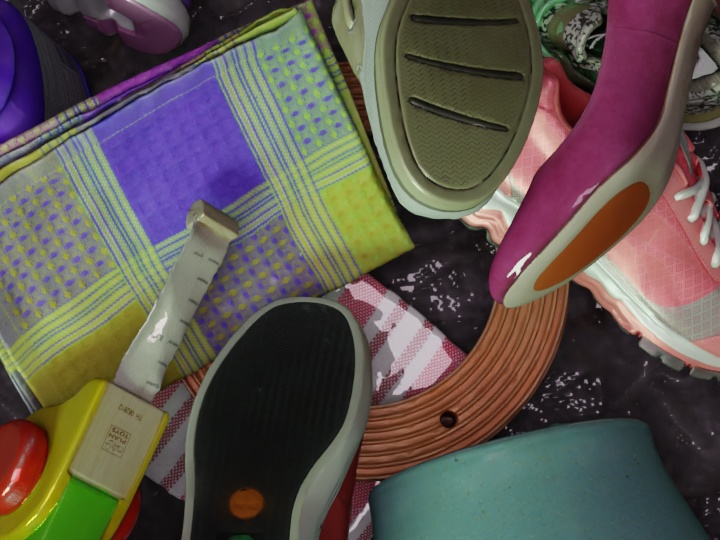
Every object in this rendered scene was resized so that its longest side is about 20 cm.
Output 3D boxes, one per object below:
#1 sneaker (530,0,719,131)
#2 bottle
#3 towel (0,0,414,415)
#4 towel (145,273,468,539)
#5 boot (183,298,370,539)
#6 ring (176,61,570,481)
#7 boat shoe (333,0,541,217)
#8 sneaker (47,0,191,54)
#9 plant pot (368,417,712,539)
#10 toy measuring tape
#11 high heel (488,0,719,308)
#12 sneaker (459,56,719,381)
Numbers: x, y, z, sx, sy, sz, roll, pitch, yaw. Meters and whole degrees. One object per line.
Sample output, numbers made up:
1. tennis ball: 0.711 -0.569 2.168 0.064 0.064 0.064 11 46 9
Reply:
1. sneaker: 0.091 -0.117 0.952 0.199 0.089 0.077 12 94 6
2. bottle: -0.171 -0.080 0.924 0.065 0.200 0.084 -11 82 6
3. towel: -0.083 -0.018 0.920 0.200 0.023 0.144 -29 120 -10
4. towel: -0.054 0.045 1.008 0.200 0.030 0.146 39 93 3
5. boot: -0.034 0.124 0.918 0.072 0.144 0.200 5 56 12
6. ring: 0.000 0.000 0.981 0.200 0.019 0.201 1 80 -3
7. boat shoe: 0.029 -0.107 0.894 0.075 0.068 0.200 11 62 -20
8. sneaker: -0.155 -0.180 0.988 0.200 0.081 0.089 24 77 12
9. plant pot: 0.087 0.172 0.922 0.200 0.200 0.188 -16 75 7
10. toy measuring tape: -0.117 0.061 0.903 0.073 0.074 0.200 23 76 5
11. high heel: 0.100 -0.080 0.885 0.096 0.067 0.200 39 82 22
12. sneaker: 0.133 -0.023 0.934 0.200 0.074 0.087 31 123 -9
